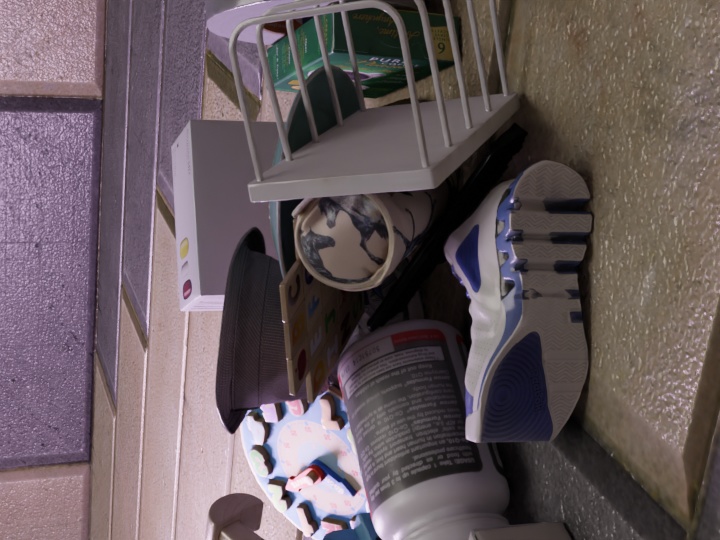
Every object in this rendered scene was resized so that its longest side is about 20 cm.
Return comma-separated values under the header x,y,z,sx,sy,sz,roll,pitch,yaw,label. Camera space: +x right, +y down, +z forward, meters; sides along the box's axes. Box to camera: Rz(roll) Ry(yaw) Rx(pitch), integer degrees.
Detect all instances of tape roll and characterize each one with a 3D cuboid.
x,y,z,sx,sy,sz,roll,pitch,yaw,label
-0.040,-0.252,1.055,0.200,0.198,0.067,175,93,-69,tape roll

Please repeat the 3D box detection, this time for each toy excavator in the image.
x,y,z,sx,sy,sz,roll,pitch,yaw,label
-0.025,0.267,1.053,0.195,0.197,0.101,-121,36,-51,toy excavator

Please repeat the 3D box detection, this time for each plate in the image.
x,y,z,sx,sy,sz,roll,pitch,yaw,label
-0.035,-0.063,0.949,0.200,0.025,0.203,6,-90,-70,plate

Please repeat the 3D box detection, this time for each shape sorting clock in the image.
x,y,z,sx,sy,sz,roll,pitch,yaw,label
-0.038,0.188,1.130,0.198,0.039,0.202,21,132,25,shape sorting clock

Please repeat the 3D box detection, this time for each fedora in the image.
x,y,z,sx,sy,sz,roll,pitch,yaw,label
-0.068,0.055,1.021,0.200,0.089,0.179,102,174,-81,fedora

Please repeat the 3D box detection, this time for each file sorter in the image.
x,y,z,sx,sy,sz,roll,pitch,yaw,label
0.012,-0.142,0.839,0.200,0.137,0.126,-44,-54,-57,file sorter

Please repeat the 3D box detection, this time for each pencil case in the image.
x,y,z,sx,sy,sz,roll,pitch,yaw,label
0.015,-0.053,0.905,0.078,0.089,0.200,-58,-6,27,pencil case

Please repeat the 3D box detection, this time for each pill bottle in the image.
x,y,z,sx,sy,sz,roll,pitch,yaw,label
0.054,0.152,0.954,0.114,0.112,0.202,117,146,-51,pill bottle

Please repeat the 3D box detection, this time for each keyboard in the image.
x,y,z,sx,sy,sz,roll,pitch,yaw,label
0.080,-0.030,0.932,0.201,0.040,0.104,-55,-6,34,keyboard

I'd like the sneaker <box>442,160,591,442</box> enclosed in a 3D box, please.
x,y,z,sx,sy,sz,roll,pitch,yaw,label
0.110,0.021,0.866,0.115,0.080,0.202,-163,79,-72,sneaker

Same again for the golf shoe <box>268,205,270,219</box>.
x,y,z,sx,sy,sz,roll,pitch,yaw,label
-0.033,-0.014,1.206,0.091,0.076,0.201,23,154,24,golf shoe

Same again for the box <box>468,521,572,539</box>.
x,y,z,sx,sy,sz,roll,pitch,yaw,label
0.108,0.291,0.873,0.095,0.077,0.202,-117,32,-50,box

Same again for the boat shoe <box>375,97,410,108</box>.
x,y,z,sx,sy,sz,roll,pitch,yaw,label
0.008,-0.114,1.134,0.200,0.073,0.067,-19,90,68,boat shoe

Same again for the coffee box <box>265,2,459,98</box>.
x,y,z,sx,sy,sz,roll,pitch,yaw,label
-0.003,-0.196,1.076,0.200,0.121,0.045,177,94,-70,coffee box

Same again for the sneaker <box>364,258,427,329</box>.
x,y,z,sx,sy,sz,roll,pitch,yaw,label
0.000,0.000,1.089,0.077,0.084,0.202,-152,44,-66,sneaker

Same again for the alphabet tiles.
x,y,z,sx,sy,sz,roll,pitch,yaw,label
-0.022,0.000,0.944,0.200,0.006,0.168,-59,-28,-53,alphabet tiles

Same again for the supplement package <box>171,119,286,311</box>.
x,y,z,sx,sy,sz,roll,pitch,yaw,label
-0.131,-0.062,1.370,0.111,0.154,0.203,152,115,-66,supplement package

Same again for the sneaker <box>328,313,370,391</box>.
x,y,z,sx,sy,sz,roll,pitch,yaw,label
-0.015,0.070,1.168,0.078,0.099,0.200,51,171,-30,sneaker
